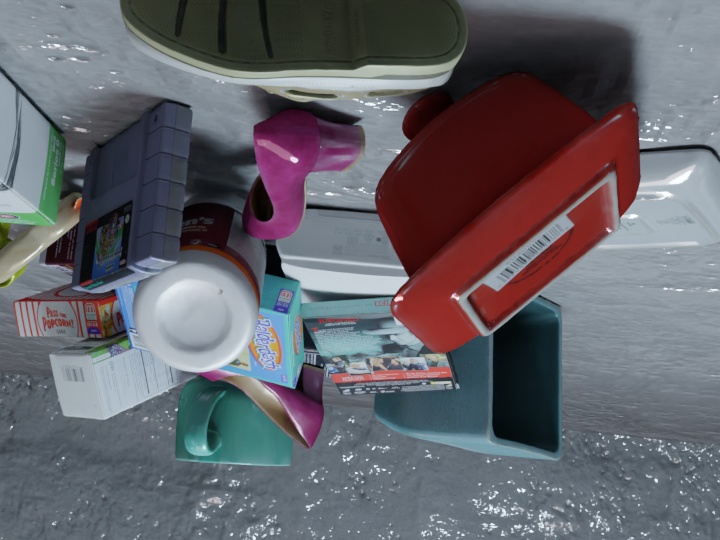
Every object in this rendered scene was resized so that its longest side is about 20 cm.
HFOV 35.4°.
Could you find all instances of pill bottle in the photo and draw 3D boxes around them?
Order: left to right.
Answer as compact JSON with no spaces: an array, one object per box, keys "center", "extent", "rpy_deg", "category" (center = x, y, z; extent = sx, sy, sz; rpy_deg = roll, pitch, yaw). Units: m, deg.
[{"center":[-0.141,0.001,1.034],"extent":[0.107,0.112,0.201],"rpy_deg":[7,-158,-5],"category":"pill bottle"}]

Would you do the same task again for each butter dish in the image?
[{"center":[0.083,-0.060,0.780],"extent":[0.199,0.149,0.199],"rpy_deg":[-38,161,3],"category":"butter dish"}]

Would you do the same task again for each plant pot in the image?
[{"center":[0.127,0.133,1.431],"extent":[0.197,0.200,0.195],"rpy_deg":[-8,162,35],"category":"plant pot"}]

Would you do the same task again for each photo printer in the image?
[{"center":[0.000,0.000,1.209],"extent":[0.163,0.071,0.200],"rpy_deg":[5,164,4],"category":"photo printer"}]

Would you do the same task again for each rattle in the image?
[{"center":[-0.331,-0.081,1.133],"extent":[0.129,0.145,0.199],"rpy_deg":[-26,178,-45],"category":"rattle"}]

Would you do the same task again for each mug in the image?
[{"center":[-0.154,0.183,1.419],"extent":[0.149,0.117,0.185],"rpy_deg":[5,172,-15],"category":"mug"}]

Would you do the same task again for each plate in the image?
[{"center":[0.226,-0.052,0.973],"extent":[0.197,0.033,0.199],"rpy_deg":[-2,164,31],"category":"plate"}]

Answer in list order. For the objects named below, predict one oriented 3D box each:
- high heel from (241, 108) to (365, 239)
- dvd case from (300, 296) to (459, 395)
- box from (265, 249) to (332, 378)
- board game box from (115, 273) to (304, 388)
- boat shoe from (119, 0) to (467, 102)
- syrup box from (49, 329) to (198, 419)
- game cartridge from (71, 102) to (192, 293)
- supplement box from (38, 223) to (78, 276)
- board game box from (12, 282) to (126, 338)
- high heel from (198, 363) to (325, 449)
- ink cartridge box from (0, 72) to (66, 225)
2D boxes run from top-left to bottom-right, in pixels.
[{"center":[-0.080,-0.074,0.925],"extent":[0.094,0.069,0.199],"rpy_deg":[2,166,-30],"category":"high heel"},{"center":[0.026,0.086,1.243],"extent":[0.143,0.022,0.201],"rpy_deg":[-4,150,12],"category":"dvd case"},{"center":[-0.072,0.057,1.398],"extent":[0.194,0.126,0.200],"rpy_deg":[6,166,-2],"category":"box"},{"center":[-0.160,0.050,1.214],"extent":[0.196,0.046,0.153],"rpy_deg":[14,145,8],"category":"board game box"},{"center":[-0.040,-0.130,0.656],"extent":[0.196,0.076,0.068],"rpy_deg":[7,162,-8],"category":"boat shoe"},{"center":[-0.265,0.106,1.355],"extent":[0.078,0.083,0.199],"rpy_deg":[-2,-166,37],"category":"syrup box"},{"center":[-0.198,-0.053,0.952],"extent":[0.038,0.132,0.199],"rpy_deg":[15,165,-29],"category":"game cartridge"},{"center":[-0.253,-0.022,1.283],"extent":[0.197,0.062,0.109],"rpy_deg":[-1,165,26],"category":"supplement box"},{"center":[-0.305,0.036,1.406],"extent":[0.149,0.047,0.199],"rpy_deg":[-1,-168,32],"category":"board game box"},{"center":[-0.127,0.149,1.331],"extent":[0.197,0.098,0.067],"rpy_deg":[14,165,-26],"category":"high heel"},{"center":[-0.336,-0.105,0.895],"extent":[0.143,0.086,0.200],"rpy_deg":[5,167,4],"category":"ink cartridge box"}]
